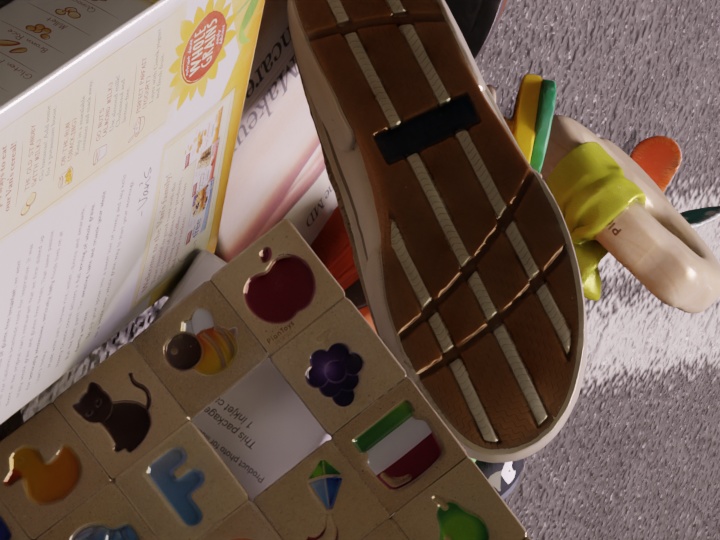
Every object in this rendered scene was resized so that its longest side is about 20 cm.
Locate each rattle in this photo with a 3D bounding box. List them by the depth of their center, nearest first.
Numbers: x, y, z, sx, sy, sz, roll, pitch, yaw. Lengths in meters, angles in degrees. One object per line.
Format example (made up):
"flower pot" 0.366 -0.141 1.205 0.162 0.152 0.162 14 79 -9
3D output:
"rattle" 0.115 -0.002 1.560 0.143 0.130 0.200 -63 -178 10

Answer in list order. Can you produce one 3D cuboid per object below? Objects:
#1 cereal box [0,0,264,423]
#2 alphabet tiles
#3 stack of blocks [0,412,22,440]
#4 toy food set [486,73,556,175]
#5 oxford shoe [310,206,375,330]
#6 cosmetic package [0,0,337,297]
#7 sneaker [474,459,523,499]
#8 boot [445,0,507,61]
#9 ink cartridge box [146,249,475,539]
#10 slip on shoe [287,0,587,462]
"cereal box" -0.104 -0.022 0.954 0.200 0.039 0.144 -39 152 -47
"alphabet tiles" -0.053 0.109 1.001 0.200 0.167 0.008 -38 -179 -1
"stack of blocks" -0.182 0.041 1.001 0.115 0.058 0.200 -54 150 -29
"toy food set" 0.042 0.013 1.360 0.198 0.048 0.201 105 -2 -54
"oxford shoe" 0.000 0.000 1.213 0.071 0.200 0.073 -43 117 3
"cosmetic package" -0.070 -0.086 1.113 0.104 0.087 0.200 -57 152 -26
"sneaker" 0.001 0.086 1.232 0.074 0.199 0.088 -45 123 -30
"boot" 0.053 -0.147 1.354 0.200 0.068 0.189 -26 138 -77
"ink cartridge box" -0.061 0.111 1.085 0.200 0.084 0.145 -55 157 -1
"slip on shoe" 0.025 -0.023 1.072 0.076 0.201 0.061 -22 163 -6
